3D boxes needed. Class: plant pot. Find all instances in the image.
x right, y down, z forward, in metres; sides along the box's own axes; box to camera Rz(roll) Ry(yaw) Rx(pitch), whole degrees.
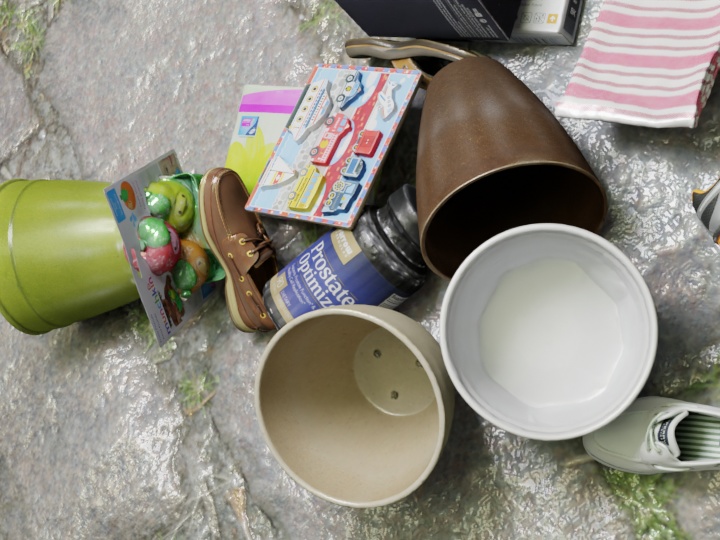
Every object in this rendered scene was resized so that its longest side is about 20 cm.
[{"bbox_3d":[0.131,-0.118,1.224,0.187,0.187,0.200,-31,50,22],"label":"plant pot"},{"bbox_3d":[-0.331,-0.029,1.489,0.193,0.200,0.201,-7,73,18],"label":"plant pot"}]

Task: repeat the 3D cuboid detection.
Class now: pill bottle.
[{"bbox_3d":[0.000,0.000,1.301,0.200,0.112,0.112,-39,60,18],"label":"pill bottle"}]

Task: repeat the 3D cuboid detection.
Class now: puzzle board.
[{"bbox_3d":[-0.032,-0.143,1.317,0.151,0.017,0.200,12,68,35],"label":"puzzle board"}]

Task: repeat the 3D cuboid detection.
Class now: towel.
[{"bbox_3d":[0.288,-0.224,1.186,0.146,0.030,0.200,8,58,34],"label":"towel"}]

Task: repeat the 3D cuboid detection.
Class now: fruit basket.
[{"bbox_3d":[-0.215,-0.032,1.362,0.094,0.200,0.185,-14,104,12],"label":"fruit basket"}]

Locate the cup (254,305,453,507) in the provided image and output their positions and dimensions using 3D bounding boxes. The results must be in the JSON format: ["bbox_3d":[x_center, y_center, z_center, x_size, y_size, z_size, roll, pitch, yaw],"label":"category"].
[{"bbox_3d":[0.013,0.120,1.214,0.200,0.143,0.200,5,104,22],"label":"cup"}]

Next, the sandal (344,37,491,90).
[{"bbox_3d":[0.065,-0.230,1.346,0.200,0.082,0.055,11,100,33],"label":"sandal"}]

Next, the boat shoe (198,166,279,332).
[{"bbox_3d":[-0.126,-0.024,1.371,0.068,0.072,0.200,-2,109,43],"label":"boat shoe"}]

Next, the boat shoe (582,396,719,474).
[{"bbox_3d":[0.292,0.148,1.100,0.200,0.067,0.074,-6,73,31],"label":"boat shoe"}]

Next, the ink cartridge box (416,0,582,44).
[{"bbox_3d":[0.161,-0.352,1.335,0.198,0.043,0.200,9,83,34],"label":"ink cartridge box"}]

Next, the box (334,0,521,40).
[{"bbox_3d":[0.088,-0.359,1.285,0.182,0.104,0.200,10,75,33],"label":"box"}]

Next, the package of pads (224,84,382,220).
[{"bbox_3d":[-0.066,-0.134,1.406,0.200,0.068,0.155,7,81,34],"label":"package of pads"}]

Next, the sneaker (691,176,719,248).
[{"bbox_3d":[0.387,-0.106,1.106,0.200,0.078,0.077,-48,51,13],"label":"sneaker"}]

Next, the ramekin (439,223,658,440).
[{"bbox_3d":[0.179,0.058,1.142,0.200,0.105,0.200,-1,87,10],"label":"ramekin"}]
